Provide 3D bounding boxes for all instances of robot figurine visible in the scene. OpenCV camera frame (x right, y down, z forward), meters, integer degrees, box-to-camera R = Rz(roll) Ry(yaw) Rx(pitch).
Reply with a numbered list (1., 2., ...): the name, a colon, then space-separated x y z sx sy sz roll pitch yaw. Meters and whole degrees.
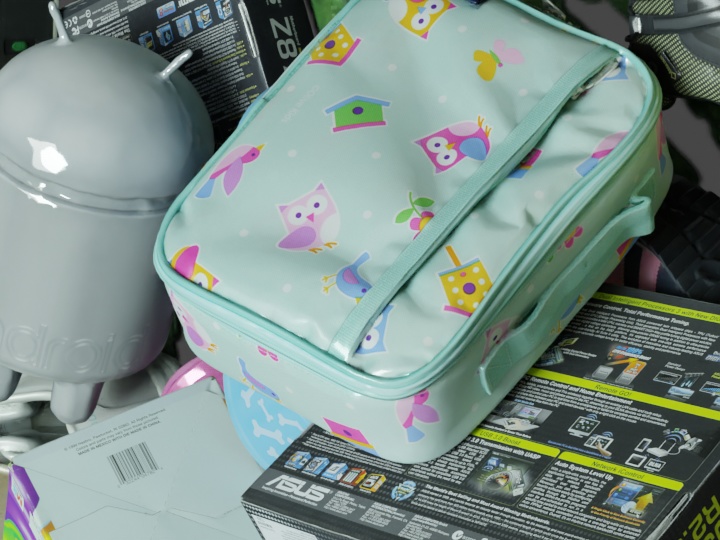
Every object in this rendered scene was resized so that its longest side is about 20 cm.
1. robot figurine: -0.134 -0.027 1.161 0.169 0.113 0.201 13 118 -6

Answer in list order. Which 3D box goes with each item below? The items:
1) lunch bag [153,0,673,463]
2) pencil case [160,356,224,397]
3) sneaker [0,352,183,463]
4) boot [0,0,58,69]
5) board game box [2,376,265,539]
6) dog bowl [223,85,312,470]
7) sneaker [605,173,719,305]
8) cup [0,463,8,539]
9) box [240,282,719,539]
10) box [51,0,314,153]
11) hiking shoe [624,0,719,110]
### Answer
1. lunch bag: 0.028 -0.028 0.985 0.160 0.200 0.077 26 155 33
2. pencil case: -0.024 0.131 1.184 0.201 0.090 0.094 60 167 17
3. sneaker: -0.174 0.076 1.293 0.200 0.088 0.076 -8 97 53
4. boot: -0.223 -0.087 1.266 0.144 0.072 0.201 9 96 44
5. board game box: -0.102 0.155 1.133 0.103 0.104 0.200 59 157 22
6. dog bowl: 0.000 0.000 1.081 0.050 0.111 0.201 151 123 -63
7. sneaker: 0.129 0.010 1.039 0.200 0.070 0.082 35 138 34
8. cup: -0.204 0.224 1.306 0.200 0.200 0.143 40 163 29
9. box: 0.072 0.073 0.958 0.199 0.160 0.044 11 137 47
10. box: -0.098 -0.068 1.228 0.199 0.049 0.162 -19 84 43
11. hiking shoe: 0.130 -0.117 0.993 0.200 0.076 0.101 52 125 20
